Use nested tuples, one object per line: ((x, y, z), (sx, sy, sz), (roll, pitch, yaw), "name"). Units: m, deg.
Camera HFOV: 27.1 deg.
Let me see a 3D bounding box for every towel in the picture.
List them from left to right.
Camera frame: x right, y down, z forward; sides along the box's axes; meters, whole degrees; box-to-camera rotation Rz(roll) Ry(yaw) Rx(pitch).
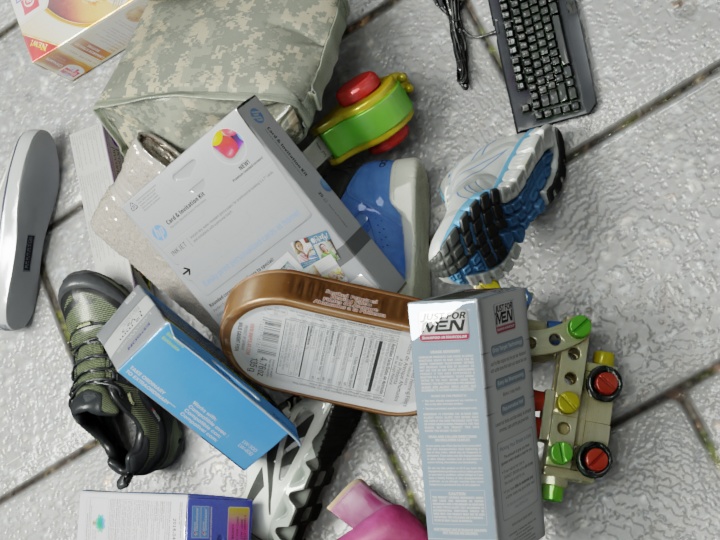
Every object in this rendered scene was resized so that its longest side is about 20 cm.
((-0.144, -0.019, 1.327), (0.200, 0.034, 0.133), (39, 132, 1), "towel")

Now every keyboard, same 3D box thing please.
((0.130, -0.217, 1.325), (0.127, 0.021, 0.200), (-16, 73, 20), "keyboard")

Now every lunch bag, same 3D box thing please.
((-0.109, -0.172, 1.338), (0.200, 0.118, 0.164), (-4, 46, 24), "lunch bag")

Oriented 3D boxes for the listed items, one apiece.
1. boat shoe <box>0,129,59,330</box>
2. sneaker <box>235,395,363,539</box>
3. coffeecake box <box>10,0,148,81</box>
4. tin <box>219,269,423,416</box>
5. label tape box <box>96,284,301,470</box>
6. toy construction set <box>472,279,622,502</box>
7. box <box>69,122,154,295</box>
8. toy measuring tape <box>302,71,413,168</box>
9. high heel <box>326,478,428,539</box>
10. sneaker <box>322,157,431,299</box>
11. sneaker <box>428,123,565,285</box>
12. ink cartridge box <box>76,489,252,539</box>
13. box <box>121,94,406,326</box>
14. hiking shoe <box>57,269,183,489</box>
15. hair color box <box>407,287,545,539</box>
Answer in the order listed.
((-0.348, -0.042, 1.473), (0.066, 0.072, 0.200), (8, 92, 20), "boat shoe")
((-0.058, 0.140, 1.307), (0.088, 0.074, 0.200), (26, 90, 23), "sneaker")
((-0.249, -0.306, 1.475), (0.200, 0.073, 0.154), (-28, 71, 17), "coffeecake box")
((-0.016, 0.062, 1.214), (0.200, 0.112, 0.042), (12, 46, -1), "tin")
((-0.138, 0.096, 1.255), (0.143, 0.200, 0.066), (41, 89, -20), "label tape box")
((0.141, 0.112, 1.217), (0.131, 0.092, 0.200), (10, 92, 0), "toy construction set")
((-0.238, -0.043, 1.439), (0.041, 0.039, 0.200), (-20, 73, 17), "box")
((-0.009, -0.117, 1.294), (0.074, 0.074, 0.200), (21, 48, 25), "toy measuring tape")
((-0.025, 0.280, 1.272), (0.200, 0.067, 0.096), (-49, 55, -6), "high heel")
((0.000, 0.000, 1.305), (0.111, 0.077, 0.200), (-4, 74, 17), "sneaker")
((0.097, -0.052, 1.243), (0.087, 0.200, 0.075), (1, 122, 34), "sneaker")
((-0.164, 0.261, 1.289), (0.200, 0.076, 0.136), (-8, 77, 49), "ink cartridge box")
((-0.082, -0.021, 1.244), (0.156, 0.041, 0.200), (-36, 98, 33), "box")
((-0.226, 0.094, 1.350), (0.076, 0.101, 0.200), (-24, 91, 19), "hiking shoe")
((0.090, 0.117, 1.144), (0.061, 0.099, 0.200), (-3, 93, 27), "hair color box")
